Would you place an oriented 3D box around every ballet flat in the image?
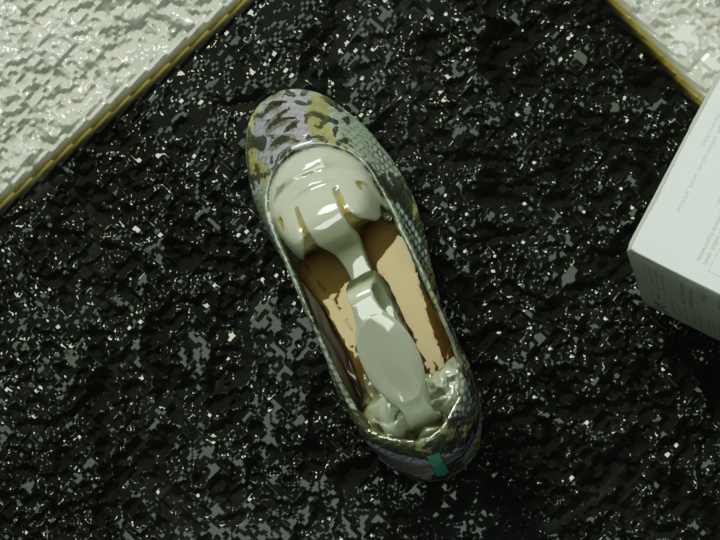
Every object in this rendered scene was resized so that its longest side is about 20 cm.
[{"bbox_3d":[0.000,0.000,0.967,0.072,0.072,0.201,-26,78,6],"label":"ballet flat"}]

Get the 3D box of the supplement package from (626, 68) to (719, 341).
[{"bbox_3d":[0.236,-0.018,0.883,0.200,0.152,0.151,27,87,13],"label":"supplement package"}]
